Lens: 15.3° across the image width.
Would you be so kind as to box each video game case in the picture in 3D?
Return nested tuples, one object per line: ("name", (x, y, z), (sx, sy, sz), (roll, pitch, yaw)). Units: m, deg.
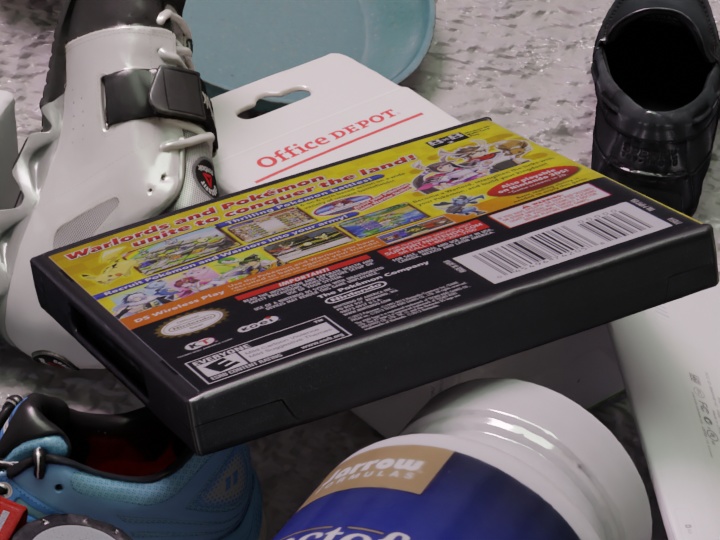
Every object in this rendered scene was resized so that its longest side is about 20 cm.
("video game case", (0.000, 0.000, 0.972), (0.199, 0.026, 0.181), (-18, 22, -19))

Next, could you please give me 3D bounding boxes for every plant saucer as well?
("plant saucer", (-0.061, -0.141, 1.284), (0.199, 0.036, 0.201), (16, 44, -16))

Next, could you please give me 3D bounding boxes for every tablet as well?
("tablet", (0.151, 0.070, 0.992), (0.130, 0.014, 0.201), (24, 33, -27))

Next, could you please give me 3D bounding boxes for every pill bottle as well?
("pill bottle", (0.015, 0.124, 0.855), (0.115, 0.116, 0.200), (18, 35, 19))

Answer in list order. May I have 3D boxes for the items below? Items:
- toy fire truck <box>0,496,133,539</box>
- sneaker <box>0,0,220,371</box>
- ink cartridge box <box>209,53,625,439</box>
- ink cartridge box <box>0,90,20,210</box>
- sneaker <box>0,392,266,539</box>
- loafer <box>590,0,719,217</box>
("toy fire truck", (-0.187, 0.146, 0.827), (0.199, 0.129, 0.176), (19, 35, 3))
("sneaker", (-0.084, -0.054, 1.077), (0.088, 0.201, 0.074), (16, -3, 23))
("ink cartridge box", (0.013, -0.008, 1.108), (0.117, 0.068, 0.200), (-23, 44, -34))
("ink cartridge box", (-0.232, -0.001, 1.052), (0.143, 0.084, 0.200), (10, 33, 9))
("sneaker", (-0.130, 0.079, 0.938), (0.199, 0.090, 0.078), (-13, 37, -21))
("loafer", (0.141, -0.094, 1.251), (0.068, 0.071, 0.201), (8, 34, 4))
